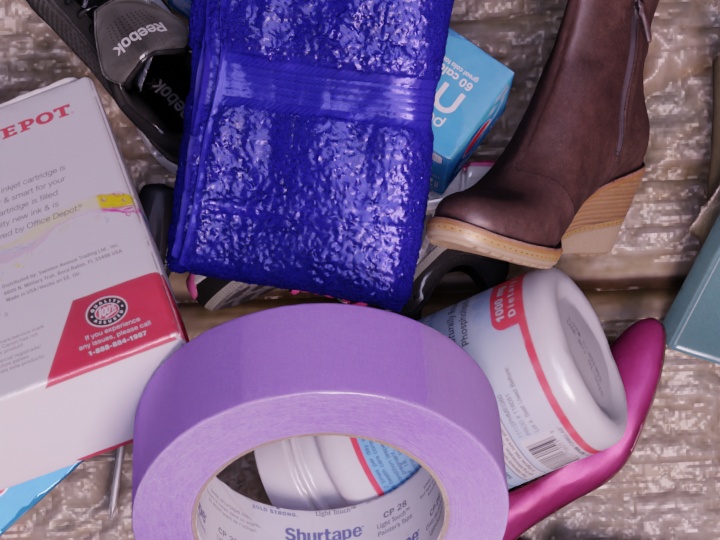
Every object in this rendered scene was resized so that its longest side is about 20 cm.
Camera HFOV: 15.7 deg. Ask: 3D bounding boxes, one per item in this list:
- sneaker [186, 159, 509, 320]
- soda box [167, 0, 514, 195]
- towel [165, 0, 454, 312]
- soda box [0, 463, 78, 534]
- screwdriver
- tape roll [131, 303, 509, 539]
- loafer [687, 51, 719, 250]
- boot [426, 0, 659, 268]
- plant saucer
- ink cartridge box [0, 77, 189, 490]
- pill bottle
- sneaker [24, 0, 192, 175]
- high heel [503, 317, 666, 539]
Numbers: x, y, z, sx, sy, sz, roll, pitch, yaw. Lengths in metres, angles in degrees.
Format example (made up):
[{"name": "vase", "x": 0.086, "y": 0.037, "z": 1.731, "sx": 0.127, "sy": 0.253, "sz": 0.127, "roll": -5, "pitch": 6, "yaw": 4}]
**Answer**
[{"name": "sneaker", "x": 0.000, "y": 0.000, "z": 1.520, "sx": 0.199, "sy": 0.074, "sz": 0.088, "roll": -17, "pitch": 89, "yaw": -7}, {"name": "soda box", "x": -0.013, "y": -0.133, "z": 1.486, "sx": 0.200, "sy": 0.064, "sz": 0.068, "roll": 36, "pitch": 74, "yaw": 8}, {"name": "towel", "x": -0.031, "y": -0.085, "z": 1.426, "sx": 0.147, "sy": 0.050, "sz": 0.201, "roll": 9, "pitch": 98, "yaw": 14}, {"name": "soda box", "x": -0.243, "y": 0.137, "z": 1.512, "sx": 0.200, "sy": 0.064, "sz": 0.068, "roll": -42, "pitch": 96, "yaw": 0}, {"name": "screwdriver", "x": -0.132, "y": 0.048, "z": 1.535, "sx": 0.028, "sy": 0.029, "sz": 0.201, "roll": 9, "pitch": 89, "yaw": -4}, {"name": "tape roll", "x": -0.022, "y": 0.109, "z": 1.393, "sx": 0.199, "sy": 0.066, "sz": 0.201, "roll": -2, "pitch": 134, "yaw": -2}, {"name": "loafer", "x": 0.236, "y": -0.101, "z": 1.536, "sx": 0.069, "sy": 0.075, "sz": 0.201, "roll": 25, "pitch": 90, "yaw": 10}, {"name": "boot", "x": 0.106, "y": -0.090, "z": 1.470, "sx": 0.072, "sy": 0.200, "sz": 0.167, "roll": 14, "pitch": 100, "yaw": 29}, {"name": "plant saucer", "x": 0.233, "y": -0.010, "z": 1.494, "sx": 0.070, "sy": 0.200, "sz": 0.019, "roll": 18, "pitch": 48, "yaw": -2}, {"name": "ink cartridge box", "x": -0.183, "y": 0.008, "z": 1.451, "sx": 0.147, "sy": 0.086, "sz": 0.201, "roll": -20, "pitch": 51, "yaw": -2}, {"name": "pill bottle", "x": 0.043, "y": 0.083, "z": 1.493, "sx": 0.199, "sy": 0.109, "sz": 0.109, "roll": -24, "pitch": 95, "yaw": 18}, {"name": "sneaker", "x": -0.135, "y": -0.139, "z": 1.491, "sx": 0.066, "sy": 0.090, "sz": 0.200, "roll": -38, "pitch": 96, "yaw": -7}, {"name": "high heel", "x": 0.100, "y": 0.102, "z": 1.534, "sx": 0.096, "sy": 0.067, "sz": 0.201, "roll": 28, "pitch": 95, "yaw": -16}]
